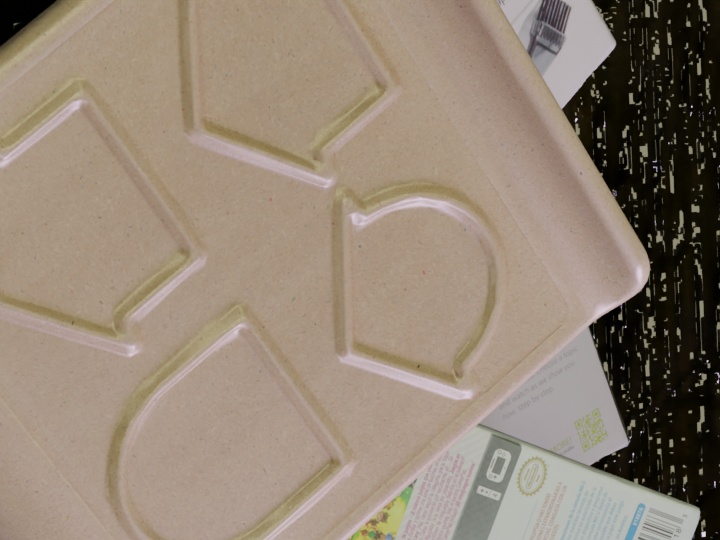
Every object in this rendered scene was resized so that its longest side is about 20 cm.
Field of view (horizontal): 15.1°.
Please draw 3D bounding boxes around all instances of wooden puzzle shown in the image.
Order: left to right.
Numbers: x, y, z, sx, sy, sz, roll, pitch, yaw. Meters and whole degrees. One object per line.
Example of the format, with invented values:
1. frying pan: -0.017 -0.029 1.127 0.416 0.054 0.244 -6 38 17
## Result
1. wooden puzzle: -0.039 -0.006 0.758 0.200 0.046 0.186 -38 120 -6

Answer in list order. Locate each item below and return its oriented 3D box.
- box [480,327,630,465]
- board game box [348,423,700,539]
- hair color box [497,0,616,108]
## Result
1. box: 0.000 0.000 0.910 0.144 0.036 0.201 -28 107 -29
2. board game box: -0.013 0.107 0.850 0.199 0.064 0.148 22 89 -22
3. hair color box: -0.013 -0.106 0.812 0.109 0.065 0.200 -48 127 -18
